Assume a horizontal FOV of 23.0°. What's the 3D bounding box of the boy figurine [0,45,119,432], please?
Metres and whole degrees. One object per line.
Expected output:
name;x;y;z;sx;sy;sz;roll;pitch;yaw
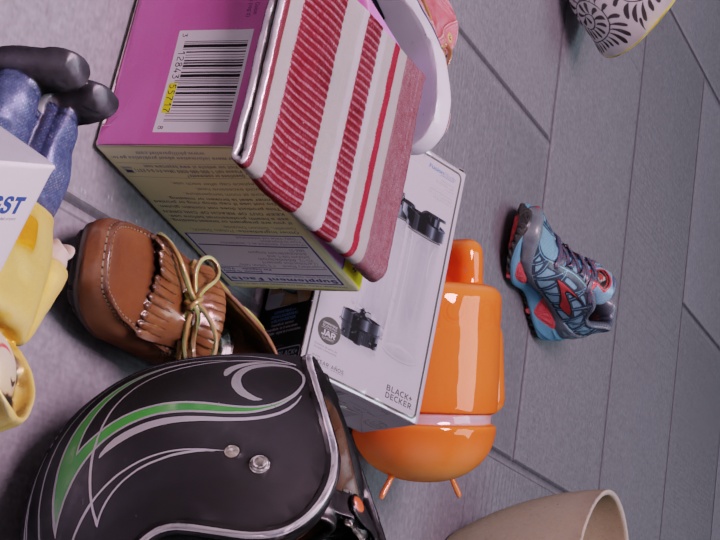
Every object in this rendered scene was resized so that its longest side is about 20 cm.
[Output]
boy figurine;-0.180;-0.014;0.878;0.124;0.064;0.201;58;38;-57

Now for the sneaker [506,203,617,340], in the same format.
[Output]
sneaker;0.205;-0.001;1.739;0.200;0.095;0.080;58;40;-53

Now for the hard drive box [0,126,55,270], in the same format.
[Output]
hard drive box;-0.223;0.025;0.651;0.201;0.077;0.156;-61;161;13

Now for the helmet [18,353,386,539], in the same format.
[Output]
helmet;-0.089;0.146;0.948;0.200;0.190;0.201;-20;90;-88

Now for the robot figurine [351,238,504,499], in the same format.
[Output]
robot figurine;0.049;0.075;1.359;0.144;0.116;0.201;13;79;-79

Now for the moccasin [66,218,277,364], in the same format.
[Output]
moccasin;-0.106;0.025;1.033;0.201;0.077;0.074;53;44;-56

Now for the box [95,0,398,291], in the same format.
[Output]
box;-0.059;-0.107;1.107;0.200;0.096;0.177;52;45;-57

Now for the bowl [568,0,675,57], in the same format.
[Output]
bowl;0.267;-0.329;1.819;0.201;0.094;0.201;-56;-164;25

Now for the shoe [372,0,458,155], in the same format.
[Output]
shoe;0.040;-0.154;1.267;0.091;0.071;0.201;25;36;-46

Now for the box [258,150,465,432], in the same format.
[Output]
box;0.000;0.000;1.249;0.116;0.060;0.201;27;64;-35

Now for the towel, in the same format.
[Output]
towel;-0.017;-0.092;1.062;0.200;0.023;0.145;39;58;-60

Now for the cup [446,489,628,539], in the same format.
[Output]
cup;0.147;0.290;1.569;0.200;0.142;0.202;2;90;-67
